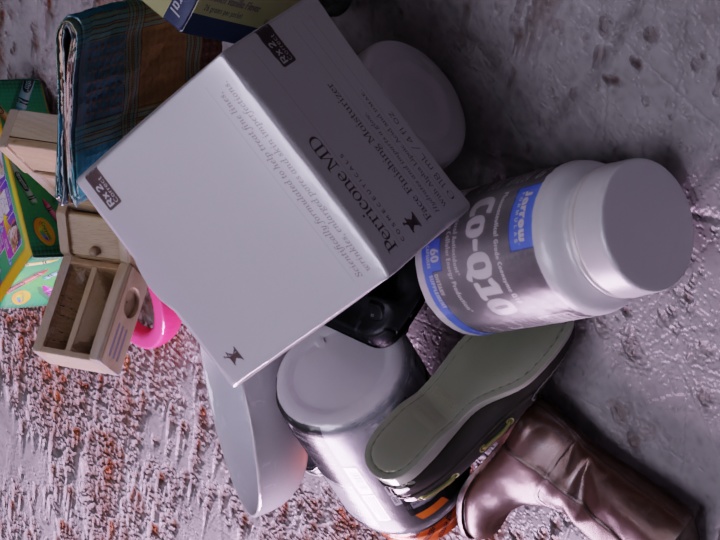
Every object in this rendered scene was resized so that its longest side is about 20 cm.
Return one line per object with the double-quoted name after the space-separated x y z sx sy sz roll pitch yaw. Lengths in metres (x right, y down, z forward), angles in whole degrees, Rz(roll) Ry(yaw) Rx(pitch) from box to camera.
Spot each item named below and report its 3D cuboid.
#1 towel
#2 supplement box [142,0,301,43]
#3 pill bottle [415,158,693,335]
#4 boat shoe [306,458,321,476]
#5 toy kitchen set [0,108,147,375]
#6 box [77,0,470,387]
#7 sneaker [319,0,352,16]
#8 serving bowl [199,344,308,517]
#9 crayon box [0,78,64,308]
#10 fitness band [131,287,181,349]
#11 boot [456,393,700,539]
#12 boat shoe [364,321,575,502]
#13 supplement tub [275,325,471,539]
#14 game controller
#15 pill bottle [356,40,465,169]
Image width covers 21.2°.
-0.168 -0.141 1.502 0.022 0.200 0.148 13 111 29 "towel"
-0.114 -0.305 1.449 0.200 0.134 0.201 40 109 26 "supplement box"
0.141 -0.018 1.414 0.200 0.114 0.114 -14 102 52 "pill bottle"
-0.043 0.118 1.764 0.075 0.062 0.201 38 139 25 "boat shoe"
-0.231 -0.020 1.751 0.162 0.181 0.200 8 161 23 "toy kitchen set"
-0.065 -0.056 1.420 0.200 0.131 0.199 -34 94 41 "box"
-0.078 -0.261 1.562 0.200 0.074 0.080 38 157 28 "sneaker"
-0.086 0.111 1.684 0.200 0.065 0.201 169 90 -76 "serving bowl"
-0.344 -0.077 1.939 0.119 0.058 0.201 -45 56 52 "crayon box"
-0.254 -0.010 1.950 0.200 0.037 0.144 54 142 8 "fitness band"
0.179 0.211 1.570 0.200 0.064 0.187 37 139 22 "boot"
0.092 0.102 1.515 0.072 0.201 0.061 48 178 41 "boat shoe"
0.018 0.138 1.613 0.122 0.123 0.200 23 156 39 "supplement tub"
0.000 0.000 1.561 0.042 0.104 0.200 46 168 -29 "game controller"
-0.019 -0.089 1.531 0.200 0.111 0.112 -32 87 41 "pill bottle"
